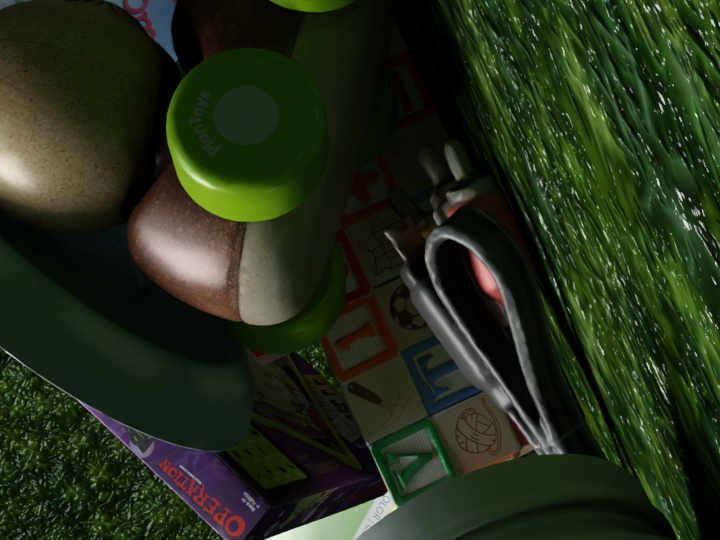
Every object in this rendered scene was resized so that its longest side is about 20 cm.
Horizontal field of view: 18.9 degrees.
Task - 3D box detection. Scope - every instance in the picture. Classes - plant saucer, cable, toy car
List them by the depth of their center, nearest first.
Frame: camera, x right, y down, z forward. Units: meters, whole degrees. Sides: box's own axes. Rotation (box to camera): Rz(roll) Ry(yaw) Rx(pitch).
[{"bbox_3d":[-0.094,-0.073,0.808,0.165,0.198,0.159,85,-160,-68],"label":"toy car"},{"bbox_3d":[0.075,0.040,0.812,0.201,0.050,0.097,54,161,0],"label":"cable"},{"bbox_3d":[-0.117,-0.004,0.865,0.200,0.027,0.200,38,-168,-9],"label":"plant saucer"}]

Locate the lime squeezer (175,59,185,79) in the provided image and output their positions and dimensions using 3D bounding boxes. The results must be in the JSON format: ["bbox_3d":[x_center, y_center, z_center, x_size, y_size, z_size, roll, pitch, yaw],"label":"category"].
[{"bbox_3d":[-0.052,-0.140,0.907,0.038,0.070,0.202,55,-133,-61],"label":"lime squeezer"}]

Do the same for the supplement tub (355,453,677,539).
[{"bbox_3d":[0.070,0.167,0.618,0.145,0.143,0.201,67,177,-52],"label":"supplement tub"}]

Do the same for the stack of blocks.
[{"bbox_3d":[0.000,0.000,0.925,0.059,0.114,0.201,77,167,-82],"label":"stack of blocks"}]

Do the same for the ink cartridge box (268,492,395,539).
[{"bbox_3d":[0.001,0.110,1.117,0.059,0.104,0.200,32,-151,5],"label":"ink cartridge box"}]

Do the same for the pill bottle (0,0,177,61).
[{"bbox_3d":[-0.099,-0.106,1.026,0.109,0.199,0.110,155,90,-88],"label":"pill bottle"}]

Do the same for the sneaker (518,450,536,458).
[{"bbox_3d":[0.060,0.108,0.964,0.201,0.070,0.109,59,-163,-9],"label":"sneaker"}]

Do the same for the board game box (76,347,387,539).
[{"bbox_3d":[-0.054,0.061,0.940,0.120,0.032,0.200,46,-167,13],"label":"board game box"}]
